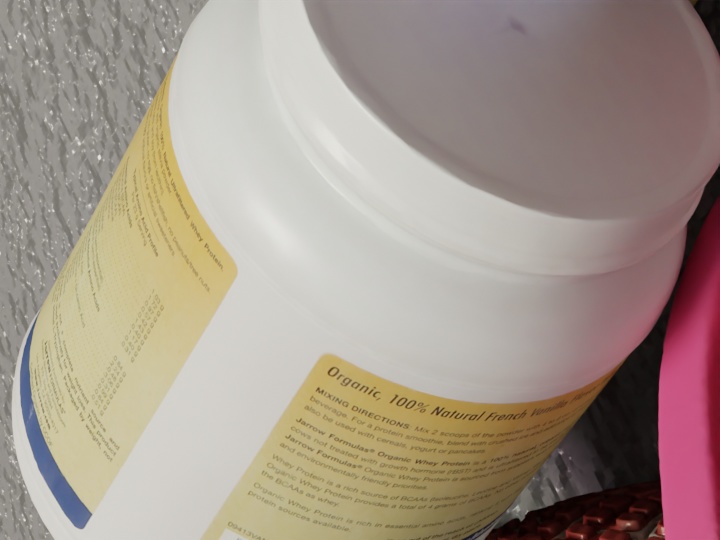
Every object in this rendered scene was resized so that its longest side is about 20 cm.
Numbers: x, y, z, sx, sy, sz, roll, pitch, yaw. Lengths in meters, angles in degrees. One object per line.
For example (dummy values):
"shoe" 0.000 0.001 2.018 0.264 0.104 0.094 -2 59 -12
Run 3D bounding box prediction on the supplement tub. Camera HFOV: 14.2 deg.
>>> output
"supplement tub" 0.000 0.000 0.782 0.145 0.144 0.200 59 139 24

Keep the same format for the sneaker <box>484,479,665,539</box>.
"sneaker" 0.105 0.112 0.804 0.200 0.078 0.083 19 115 49

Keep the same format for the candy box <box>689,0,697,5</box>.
"candy box" 0.028 -0.084 0.869 0.116 0.055 0.200 58 138 23

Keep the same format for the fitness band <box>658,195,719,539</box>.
"fitness band" 0.133 0.020 0.686 0.144 0.037 0.200 -38 32 33
